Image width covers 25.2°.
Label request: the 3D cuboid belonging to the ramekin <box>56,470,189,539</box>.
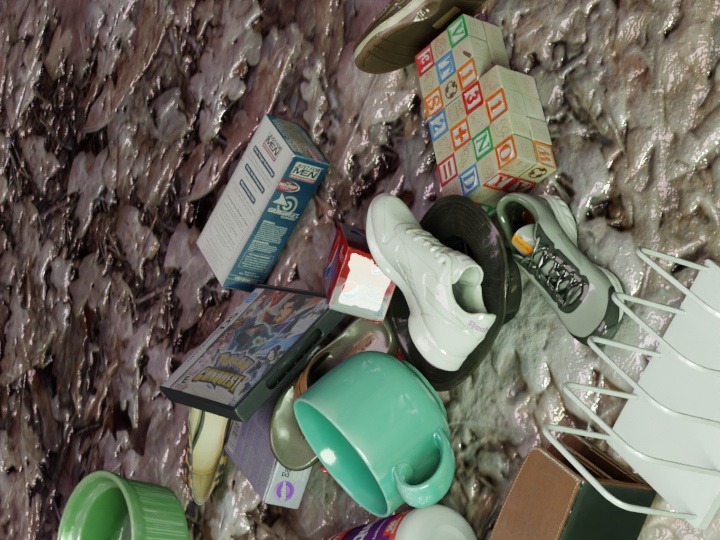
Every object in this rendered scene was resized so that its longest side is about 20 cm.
[{"bbox_3d":[-0.307,0.366,2.095,0.199,0.097,0.202,-18,66,48],"label":"ramekin"}]

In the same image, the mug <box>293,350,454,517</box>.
[{"bbox_3d":[0.031,0.171,1.662,0.185,0.114,0.152,46,160,17],"label":"mug"}]

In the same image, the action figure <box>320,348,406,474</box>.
[{"bbox_3d":[0.005,0.138,1.805,0.201,0.051,0.066,-57,37,21],"label":"action figure"}]

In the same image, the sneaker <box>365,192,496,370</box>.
[{"bbox_3d":[0.075,-0.004,1.602,0.100,0.074,0.201,-45,59,34],"label":"sneaker"}]

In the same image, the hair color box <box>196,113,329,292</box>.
[{"bbox_3d":[-0.124,-0.082,2.019,0.201,0.060,0.100,-59,41,22],"label":"hair color box"}]

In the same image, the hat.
[{"bbox_3d":[0.114,0.024,1.665,0.200,0.080,0.203,-5,84,55],"label":"hat"}]

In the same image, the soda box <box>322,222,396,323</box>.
[{"bbox_3d":[0.000,0.000,1.761,0.200,0.063,0.071,-110,39,-80],"label":"soda box"}]

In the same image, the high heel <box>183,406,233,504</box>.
[{"bbox_3d":[-0.181,0.199,1.969,0.200,0.071,0.144,116,158,-66],"label":"high heel"}]

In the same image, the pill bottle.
[{"bbox_3d":[0.026,0.316,1.671,0.199,0.112,0.114,-26,60,45],"label":"pill bottle"}]

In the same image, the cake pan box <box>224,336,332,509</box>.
[{"bbox_3d":[-0.092,0.160,1.882,0.184,0.052,0.202,-149,75,-69],"label":"cake pan box"}]

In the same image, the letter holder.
[{"bbox_3d":[0.166,0.260,1.517,0.142,0.100,0.202,35,109,52],"label":"letter holder"}]

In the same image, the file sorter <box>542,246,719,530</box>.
[{"bbox_3d":[0.269,0.100,1.414,0.139,0.124,0.201,46,116,48],"label":"file sorter"}]

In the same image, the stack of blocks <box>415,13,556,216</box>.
[{"bbox_3d":[0.131,-0.171,1.721,0.115,0.058,0.202,-37,53,40],"label":"stack of blocks"}]

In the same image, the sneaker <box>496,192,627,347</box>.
[{"bbox_3d":[0.191,-0.001,1.580,0.074,0.079,0.201,-52,45,26],"label":"sneaker"}]

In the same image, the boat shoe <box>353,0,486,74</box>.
[{"bbox_3d":[0.071,-0.301,1.831,0.201,0.074,0.075,-31,53,29],"label":"boat shoe"}]

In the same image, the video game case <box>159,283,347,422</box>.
[{"bbox_3d":[-0.123,0.090,1.838,0.181,0.026,0.199,-46,24,-21],"label":"video game case"}]

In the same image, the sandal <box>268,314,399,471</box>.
[{"bbox_3d":[-0.032,0.129,1.750,0.082,0.055,0.200,44,98,11],"label":"sandal"}]
